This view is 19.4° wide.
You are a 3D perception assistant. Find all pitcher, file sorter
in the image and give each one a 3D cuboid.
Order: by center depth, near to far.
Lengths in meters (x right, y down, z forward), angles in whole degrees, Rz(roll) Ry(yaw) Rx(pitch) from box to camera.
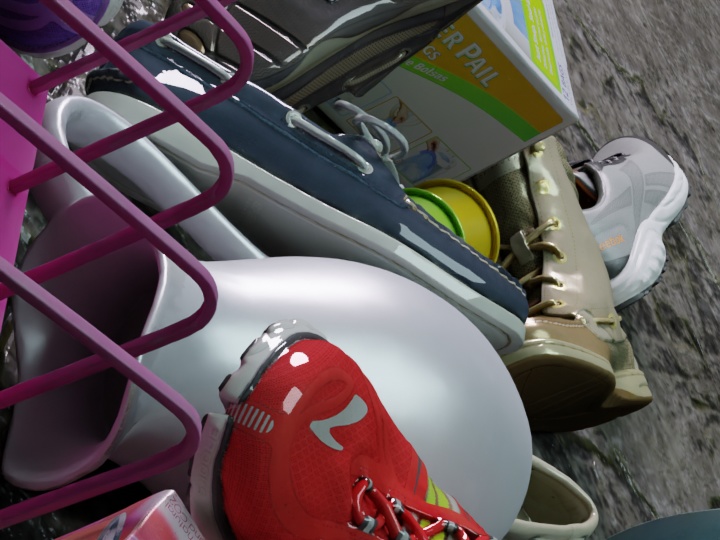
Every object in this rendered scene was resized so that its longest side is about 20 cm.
[{"bbox_3d":[-0.114,-0.040,0.619,0.139,0.125,0.200,43,38,-39],"label":"file sorter"},{"bbox_3d":[-0.037,0.028,0.767,0.200,0.121,0.172,24,41,-40],"label":"pitcher"}]

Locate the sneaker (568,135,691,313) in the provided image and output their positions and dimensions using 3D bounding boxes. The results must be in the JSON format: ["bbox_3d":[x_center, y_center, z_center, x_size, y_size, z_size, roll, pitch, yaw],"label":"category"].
[{"bbox_3d":[0.152,-0.044,1.302,0.079,0.074,0.200,52,25,-13],"label":"sneaker"}]

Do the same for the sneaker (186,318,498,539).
[{"bbox_3d":[0.015,0.084,0.653,0.077,0.085,0.200,-60,145,-21],"label":"sneaker"}]

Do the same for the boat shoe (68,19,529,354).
[{"bbox_3d":[-0.017,-0.031,0.834,0.200,0.075,0.062,26,63,-3],"label":"boat shoe"}]

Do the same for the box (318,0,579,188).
[{"bbox_3d":[0.012,-0.145,1.065,0.200,0.101,0.113,42,30,-42],"label":"box"}]

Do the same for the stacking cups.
[{"bbox_3d":[0.000,0.000,0.954,0.061,0.060,0.200,64,27,2],"label":"stacking cups"}]

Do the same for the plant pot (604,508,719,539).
[{"bbox_3d":[0.174,0.227,0.915,0.201,0.200,0.161,47,39,-35],"label":"plant pot"}]

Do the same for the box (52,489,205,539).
[{"bbox_3d":[-0.056,0.178,0.583,0.200,0.095,0.103,60,24,-8],"label":"box"}]

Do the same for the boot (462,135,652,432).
[{"bbox_3d":[0.087,0.002,1.101,0.200,0.073,0.156,15,56,-65],"label":"boot"}]

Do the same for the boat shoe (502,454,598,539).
[{"bbox_3d":[0.031,0.085,0.913,0.200,0.063,0.071,37,36,-45],"label":"boat shoe"}]

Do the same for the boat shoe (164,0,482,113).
[{"bbox_3d":[-0.008,-0.119,0.938,0.200,0.073,0.075,-26,69,-27],"label":"boat shoe"}]

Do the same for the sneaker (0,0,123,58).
[{"bbox_3d":[-0.162,-0.157,0.737,0.200,0.081,0.083,52,16,-4],"label":"sneaker"}]
